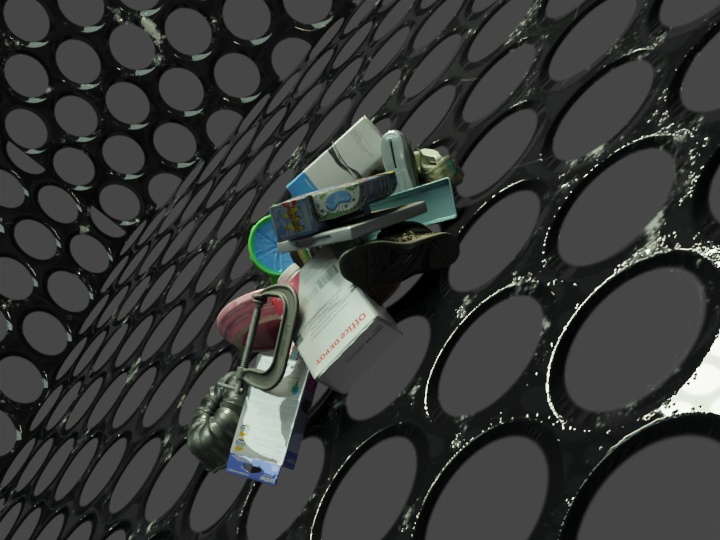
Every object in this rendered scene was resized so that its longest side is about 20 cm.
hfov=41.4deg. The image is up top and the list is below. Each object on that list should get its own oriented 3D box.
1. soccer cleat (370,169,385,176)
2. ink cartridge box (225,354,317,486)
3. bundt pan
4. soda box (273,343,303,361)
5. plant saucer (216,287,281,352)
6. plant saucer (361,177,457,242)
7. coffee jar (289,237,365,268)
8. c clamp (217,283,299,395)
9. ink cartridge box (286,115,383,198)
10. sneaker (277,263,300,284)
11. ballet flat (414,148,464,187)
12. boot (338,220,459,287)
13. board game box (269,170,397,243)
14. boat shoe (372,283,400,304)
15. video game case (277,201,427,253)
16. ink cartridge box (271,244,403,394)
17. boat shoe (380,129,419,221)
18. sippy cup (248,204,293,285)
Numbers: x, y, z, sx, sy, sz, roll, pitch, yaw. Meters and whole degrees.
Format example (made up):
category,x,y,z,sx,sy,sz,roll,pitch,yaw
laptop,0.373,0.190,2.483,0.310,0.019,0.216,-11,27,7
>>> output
category,x,y,z,sx,sy,sz,roll,pitch,yaw
soccer cleat,0.036,-0.131,1.864,0.069,0.088,0.200,-22,-11,-18
ink cartridge box,-0.143,0.245,1.559,0.117,0.042,0.204,5,70,36
bundt pan,-0.260,0.277,1.812,0.201,0.075,0.203,-42,23,22
soda box,-0.125,0.184,1.694,0.068,0.063,0.202,-31,28,42
plant saucer,-0.170,0.099,1.791,0.200,0.198,0.052,-37,57,34
plant saucer,0.084,-0.104,1.672,0.197,0.072,0.019,-14,-4,35
coffee jar,-0.051,-0.054,1.863,0.199,0.105,0.085,-33,-1,39
c clamp,-0.170,0.115,1.582,0.169,0.027,0.204,14,87,49
ink cartridge box,-0.033,-0.193,1.828,0.199,0.085,0.145,-41,-3,8
sneaker,-0.125,0.059,1.887,0.073,0.084,0.200,-46,-8,-15
ballet flat,0.124,-0.188,1.754,0.067,0.076,0.199,-33,14,-18
boot,0.051,-0.033,1.564,0.196,0.075,0.151,-14,14,-9
board game box,-0.057,-0.102,1.580,0.196,0.063,0.199,-12,8,26
boat shoe,-0.009,0.052,1.661,0.200,0.072,0.065,-43,16,16
video game case,-0.013,-0.073,1.601,0.180,0.023,0.198,-9,9,44
ink cartridge box,-0.041,0.077,1.555,0.145,0.084,0.201,-45,46,10
boat shoe,0.083,-0.153,1.720,0.071,0.062,0.205,-9,85,35
sippy cup,-0.184,-0.041,2.091,0.179,0.139,0.130,-54,1,-16
